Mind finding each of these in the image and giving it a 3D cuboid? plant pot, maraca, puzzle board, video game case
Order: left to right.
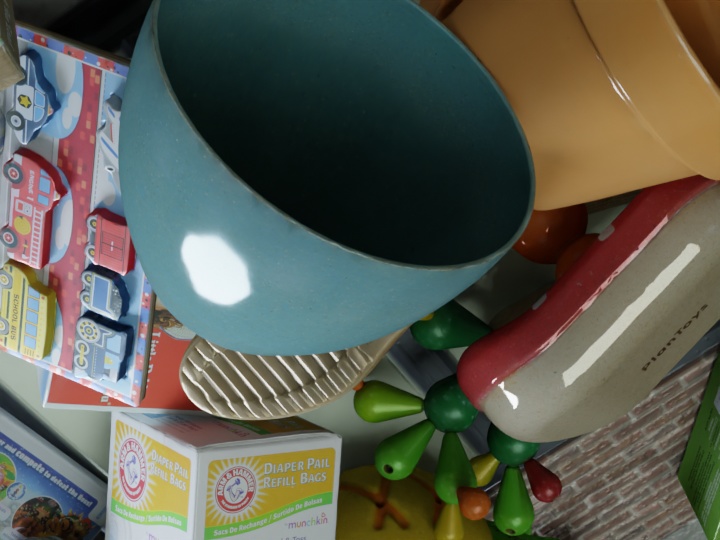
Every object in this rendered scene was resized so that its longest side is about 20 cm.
[{"bbox_3d":[-0.259,0.182,1.181,0.200,0.018,0.143,-49,127,-2],"label":"video game case"},{"bbox_3d":[-0.173,-0.034,1.016,0.149,0.017,0.202,20,123,15],"label":"puzzle board"},{"bbox_3d":[-0.035,-0.037,0.912,0.198,0.201,0.135,15,133,-26],"label":"plant pot"},{"bbox_3d":[0.035,0.179,1.241,0.198,0.137,0.108,0,100,-25],"label":"maraca"},{"bbox_3d":[0.123,-0.121,0.997,0.139,0.201,0.200,-28,131,27],"label":"plant pot"}]

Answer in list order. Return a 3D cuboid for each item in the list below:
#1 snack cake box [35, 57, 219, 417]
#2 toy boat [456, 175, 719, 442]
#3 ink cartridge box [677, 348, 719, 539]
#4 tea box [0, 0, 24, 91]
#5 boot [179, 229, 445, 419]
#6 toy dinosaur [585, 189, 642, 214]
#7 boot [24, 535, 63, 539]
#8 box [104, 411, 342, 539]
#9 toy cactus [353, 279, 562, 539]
[{"bbox_3d":[-0.112,-0.015,1.079,0.114,0.067,0.201,4,126,-20],"label":"snack cake box"},{"bbox_3d":[0.129,0.000,1.096,0.200,0.131,0.130,-47,155,9],"label":"toy boat"},{"bbox_3d":[0.334,0.108,1.299,0.198,0.076,0.149,0,127,-15],"label":"ink cartridge box"},{"bbox_3d":[-0.289,-0.149,0.879,0.199,0.134,0.197,-26,130,5],"label":"tea box"},{"bbox_3d":[0.000,0.000,1.063,0.199,0.167,0.073,-28,105,17],"label":"boot"},{"bbox_3d":[0.202,-0.061,1.150,0.199,0.058,0.101,-32,105,23],"label":"toy dinosaur"},{"bbox_3d":[-0.144,0.250,1.242,0.199,0.072,0.183,10,110,-44],"label":"boot"},{"bbox_3d":[-0.087,0.184,1.153,0.101,0.112,0.202,-2,102,-34],"label":"box"},{"bbox_3d":[0.072,0.066,1.175,0.165,0.102,0.201,-40,99,-12],"label":"toy cactus"}]
